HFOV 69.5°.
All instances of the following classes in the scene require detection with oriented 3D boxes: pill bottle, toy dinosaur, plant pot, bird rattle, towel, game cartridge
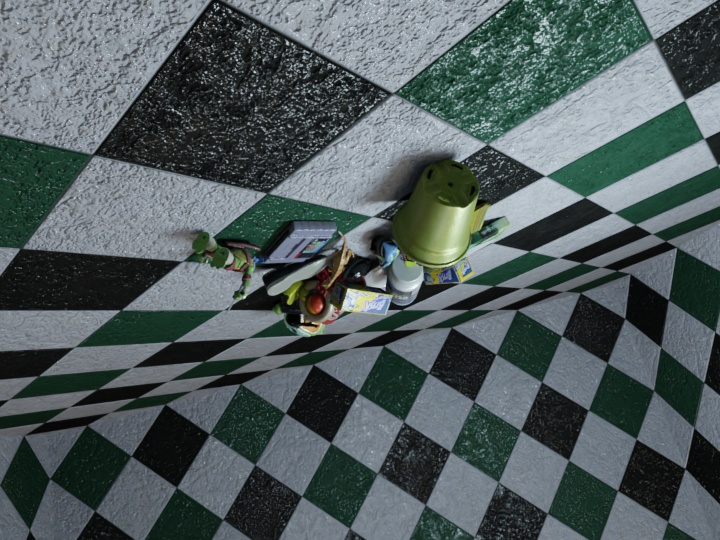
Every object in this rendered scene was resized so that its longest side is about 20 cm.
[{"bbox_3d":[0.138,0.026,1.631,0.111,0.116,0.201,-13,159,-6],"label":"pill bottle"},{"bbox_3d":[-0.053,-0.035,1.454,0.059,0.107,0.203,21,119,2],"label":"toy dinosaur"},{"bbox_3d":[0.183,-0.142,1.183,0.196,0.204,0.185,-11,151,-13],"label":"plant pot"},{"bbox_3d":[-0.131,0.077,1.610,0.196,0.167,0.112,-14,177,20],"label":"bird rattle"},{"bbox_3d":[0.296,-0.124,1.398,0.199,0.018,0.088,-29,138,-51],"label":"towel"},{"bbox_3d":[-0.157,-0.069,1.332,0.127,0.039,0.199,1,157,-34],"label":"game cartridge"}]

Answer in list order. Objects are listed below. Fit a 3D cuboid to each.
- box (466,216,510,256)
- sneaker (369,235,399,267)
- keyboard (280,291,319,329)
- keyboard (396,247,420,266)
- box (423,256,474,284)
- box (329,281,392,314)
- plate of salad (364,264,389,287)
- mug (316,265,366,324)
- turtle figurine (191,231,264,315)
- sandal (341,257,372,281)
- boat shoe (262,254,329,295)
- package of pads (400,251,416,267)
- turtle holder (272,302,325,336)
[{"bbox_3d":[0.367,-0.091,1.652,0.197,0.037,0.145,-29,168,-19],"label":"box"},{"bbox_3d":[0.069,-0.062,1.499,0.071,0.083,0.200,-44,175,-5],"label":"sneaker"},{"bbox_3d":[-0.178,0.131,1.691,0.196,0.130,0.020,-1,-170,31],"label":"keyboard"},{"bbox_3d":[0.190,-0.043,1.438,0.197,0.040,0.104,14,135,-37],"label":"keyboard"},{"bbox_3d":[0.294,0.002,1.781,0.069,0.065,0.199,-28,-171,-27],"label":"box"},{"bbox_3d":[0.004,0.086,1.578,0.197,0.072,0.064,10,-167,-45],"label":"box"},{"bbox_3d":[0.090,0.002,1.756,0.196,0.049,0.201,-21,157,-9],"label":"plate of salad"},{"bbox_3d":[-0.064,0.069,1.722,0.176,0.135,0.200,-24,169,-44],"label":"mug"},{"bbox_3d":[-0.329,0.005,1.217,0.196,0.147,0.194,-20,159,3],"label":"turtle figurine"},{"bbox_3d":[0.001,-0.001,1.577,0.076,0.048,0.200,-56,165,17],"label":"sandal"},{"bbox_3d":[-0.184,-0.002,1.468,0.197,0.061,0.074,-29,154,-7],"label":"boat shoe"},{"bbox_3d":[0.207,-0.092,1.473,0.195,0.069,0.156,-15,147,1],"label":"package of pads"},{"bbox_3d":[-0.209,0.147,1.808,0.142,0.186,0.131,-52,156,20],"label":"turtle holder"}]
